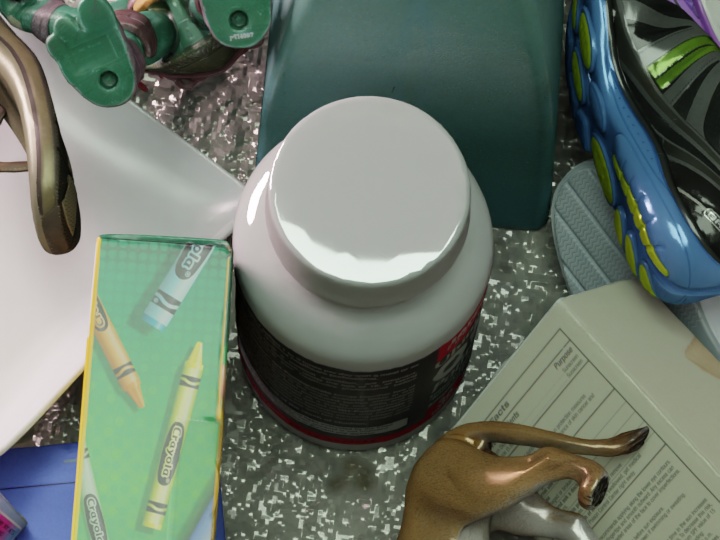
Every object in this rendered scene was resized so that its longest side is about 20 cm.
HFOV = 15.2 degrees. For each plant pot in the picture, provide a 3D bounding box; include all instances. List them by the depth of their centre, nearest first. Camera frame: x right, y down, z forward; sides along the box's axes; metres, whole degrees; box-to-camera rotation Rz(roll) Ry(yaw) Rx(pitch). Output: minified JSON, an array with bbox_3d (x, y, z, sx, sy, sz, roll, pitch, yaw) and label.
[{"bbox_3d":[0.027,-0.125,1.203,0.141,0.200,0.142,5,69,0],"label":"plant pot"}]

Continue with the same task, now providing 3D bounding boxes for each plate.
[{"bbox_3d":[-0.182,-0.026,1.227,0.199,0.032,0.200,37,55,10],"label":"plate"}]

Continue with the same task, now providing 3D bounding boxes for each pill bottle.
[{"bbox_3d":[0.000,0.000,1.156,0.110,0.200,0.111,1,71,-2],"label":"pill bottle"}]

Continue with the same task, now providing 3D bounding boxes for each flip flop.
[{"bbox_3d":[-0.176,-0.084,1.206,0.057,0.081,0.200,-25,63,-11],"label":"flip flop"}]

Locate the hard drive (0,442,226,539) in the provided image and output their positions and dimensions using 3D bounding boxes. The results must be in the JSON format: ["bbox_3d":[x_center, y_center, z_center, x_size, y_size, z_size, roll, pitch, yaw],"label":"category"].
[{"bbox_3d":[-0.120,0.175,1.184,0.131,0.025,0.201,-5,70,-4],"label":"hard drive"}]

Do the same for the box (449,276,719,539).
[{"bbox_3d":[0.142,0.106,1.160,0.200,0.078,0.095,49,121,18],"label":"box"}]

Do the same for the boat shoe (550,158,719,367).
[{"bbox_3d":[0.160,0.033,1.228,0.062,0.072,0.200,-14,65,-48],"label":"boat shoe"}]

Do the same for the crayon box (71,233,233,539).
[{"bbox_3d":[-0.089,0.094,1.118,0.058,0.119,0.201,4,81,-4],"label":"crayon box"}]

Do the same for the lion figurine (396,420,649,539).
[{"bbox_3d":[0.032,0.133,1.143,0.122,0.072,0.201,27,86,32],"label":"lion figurine"}]

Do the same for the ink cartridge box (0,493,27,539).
[{"bbox_3d":[-0.261,0.138,1.154,0.136,0.076,0.200,37,79,18],"label":"ink cartridge box"}]

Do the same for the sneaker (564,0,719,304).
[{"bbox_3d":[0.141,-0.075,1.201,0.082,0.071,0.200,-8,60,-11],"label":"sneaker"}]

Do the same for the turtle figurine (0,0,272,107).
[{"bbox_3d":[-0.085,-0.133,1.218,0.150,0.200,0.101,-41,106,10],"label":"turtle figurine"}]

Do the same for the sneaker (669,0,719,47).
[{"bbox_3d":[0.154,-0.080,1.266,0.083,0.081,0.201,-22,63,3],"label":"sneaker"}]
